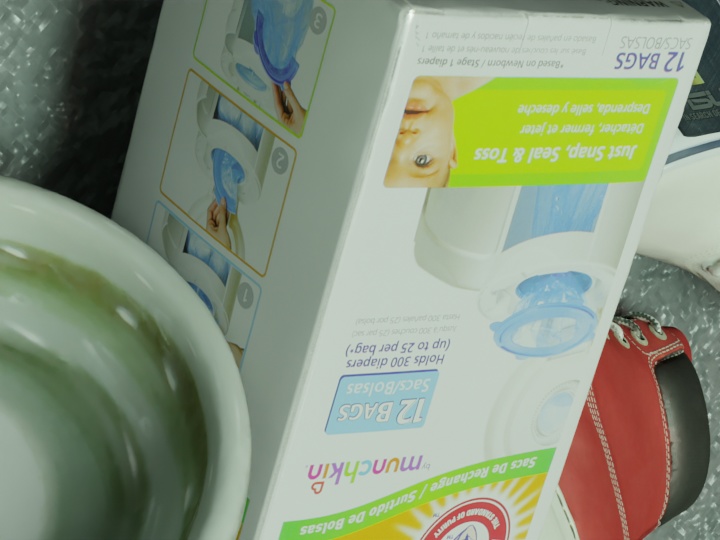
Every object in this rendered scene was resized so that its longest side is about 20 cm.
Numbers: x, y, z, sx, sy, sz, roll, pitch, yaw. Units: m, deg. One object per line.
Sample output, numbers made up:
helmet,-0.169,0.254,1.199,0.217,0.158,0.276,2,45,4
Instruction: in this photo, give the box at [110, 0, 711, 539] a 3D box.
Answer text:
box,0.000,0.000,0.749,0.112,0.101,0.200,-2,119,-39

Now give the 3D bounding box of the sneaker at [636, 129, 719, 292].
sneaker,0.147,-0.011,0.913,0.200,0.071,0.073,7,142,-45

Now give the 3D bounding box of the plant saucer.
plant saucer,-0.128,0.057,0.688,0.200,0.200,0.050,-27,145,-25

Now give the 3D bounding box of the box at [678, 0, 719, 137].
box,0.122,-0.163,0.802,0.158,0.051,0.200,54,54,-20

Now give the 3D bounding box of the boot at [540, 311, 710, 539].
boot,0.054,0.012,0.892,0.144,0.072,0.200,-38,113,-49
